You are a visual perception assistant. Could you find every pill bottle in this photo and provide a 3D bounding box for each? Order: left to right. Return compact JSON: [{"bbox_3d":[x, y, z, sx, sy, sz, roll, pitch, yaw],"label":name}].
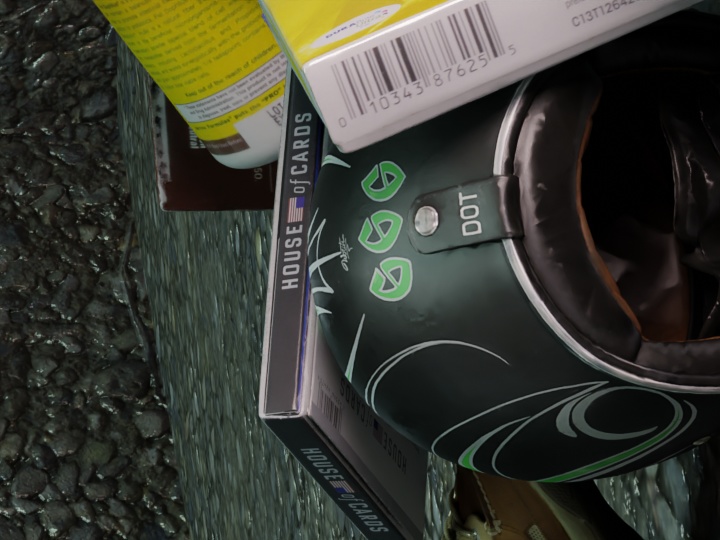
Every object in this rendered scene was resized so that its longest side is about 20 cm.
[{"bbox_3d":[-0.079,-0.154,1.400,0.200,0.109,0.109,52,-179,-19],"label":"pill bottle"}]

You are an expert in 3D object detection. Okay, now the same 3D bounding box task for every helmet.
[{"bbox_3d":[0.077,-0.009,1.142,0.191,0.200,0.200,-23,72,62],"label":"helmet"}]

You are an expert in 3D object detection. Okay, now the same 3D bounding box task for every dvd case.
[{"bbox_3d":[0.000,0.000,1.245,0.150,0.025,0.200,54,-144,-57],"label":"dvd case"}]

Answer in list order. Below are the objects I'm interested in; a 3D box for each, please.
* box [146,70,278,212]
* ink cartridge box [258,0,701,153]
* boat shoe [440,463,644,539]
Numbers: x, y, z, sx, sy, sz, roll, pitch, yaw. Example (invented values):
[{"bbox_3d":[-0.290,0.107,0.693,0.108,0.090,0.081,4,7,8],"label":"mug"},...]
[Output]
[{"bbox_3d":[-0.023,-0.142,1.573,0.200,0.164,0.166,-85,-6,-66],"label":"box"},{"bbox_3d":[0.058,-0.126,1.108,0.200,0.197,0.047,-119,4,-66],"label":"ink cartridge box"},{"bbox_3d":[0.073,0.117,1.273,0.200,0.074,0.076,54,-167,-24],"label":"boat shoe"}]
